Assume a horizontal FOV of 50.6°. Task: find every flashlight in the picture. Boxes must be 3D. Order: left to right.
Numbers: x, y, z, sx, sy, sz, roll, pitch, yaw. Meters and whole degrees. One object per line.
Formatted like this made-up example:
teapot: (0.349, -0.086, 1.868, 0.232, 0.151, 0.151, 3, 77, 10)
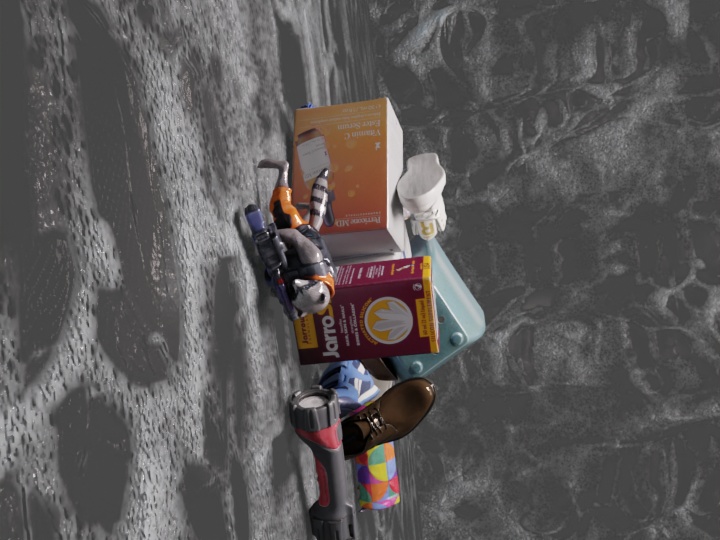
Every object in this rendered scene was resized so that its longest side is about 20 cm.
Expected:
flashlight: (-0.051, 0.254, 0.980, 0.067, 0.066, 0.206, 26, -55, 57)

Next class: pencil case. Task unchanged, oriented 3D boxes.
pencil case: (0.022, 0.351, 1.440, 0.088, 0.086, 0.206, -29, 115, -83)

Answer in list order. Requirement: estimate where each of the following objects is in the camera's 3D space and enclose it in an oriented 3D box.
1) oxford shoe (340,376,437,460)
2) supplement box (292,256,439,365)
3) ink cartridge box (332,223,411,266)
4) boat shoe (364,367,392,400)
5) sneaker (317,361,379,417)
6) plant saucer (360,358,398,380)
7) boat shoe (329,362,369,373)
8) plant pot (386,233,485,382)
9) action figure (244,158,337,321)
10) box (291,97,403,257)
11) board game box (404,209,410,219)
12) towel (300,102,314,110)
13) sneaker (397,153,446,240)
oxford shoe: (0.029, 0.228, 1.135, 0.074, 0.198, 0.084, 56, 6, 11)
supplement box: (0.007, 0.055, 1.052, 0.086, 0.194, 0.113, -75, 158, -69)
ink cartridge box: (0.000, 0.000, 1.203, 0.201, 0.141, 0.089, -77, 155, -60)
boat shoe: (0.038, 0.237, 1.721, 0.202, 0.072, 0.061, -101, 174, -49)
sneaker: (-0.034, 0.178, 1.145, 0.084, 0.073, 0.200, 62, 13, 7)
plant saucer: (-0.003, 0.113, 1.319, 0.203, 0.034, 0.200, 57, 2, -2)
boat shoe: (-0.011, 0.194, 1.356, 0.201, 0.060, 0.077, 72, 12, -62)
plant pot: (0.100, 0.081, 1.304, 0.198, 0.194, 0.200, 54, 7, -10)
action figure: (-0.073, -0.042, 0.890, 0.201, 0.102, 0.198, 76, 0, -60)
box: (-0.017, -0.133, 1.130, 0.106, 0.148, 0.206, 48, 40, -67)
board game box: (0.011, -0.179, 1.419, 0.165, 0.056, 0.205, -9, -78, 67)
towel: (-0.076, -0.160, 1.286, 0.147, 0.023, 0.203, -88, 170, -47)
sneaker: (0.101, -0.096, 1.148, 0.201, 0.072, 0.119, -68, 149, -65)
